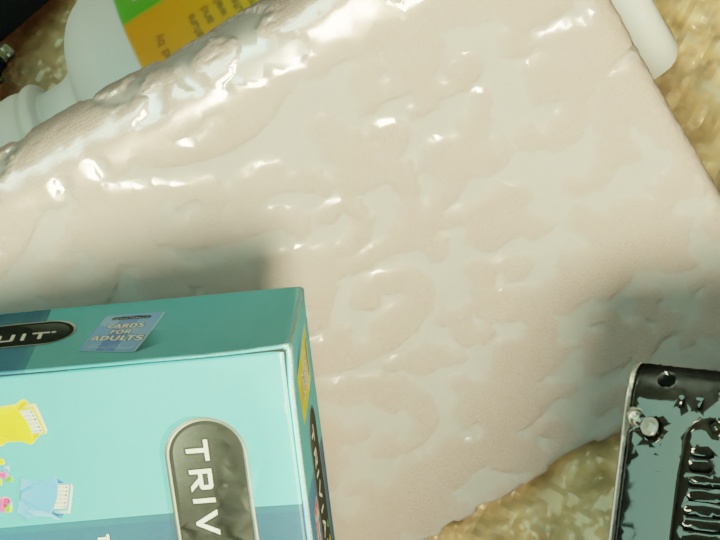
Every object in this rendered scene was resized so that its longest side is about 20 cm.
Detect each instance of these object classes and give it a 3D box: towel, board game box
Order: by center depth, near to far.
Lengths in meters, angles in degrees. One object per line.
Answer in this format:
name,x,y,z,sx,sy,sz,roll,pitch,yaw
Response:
board game box,-0.105,0.090,0.728,0.199,0.047,0.152,-5,109,5
towel,0.000,0.000,0.765,0.199,0.191,0.032,-30,40,8

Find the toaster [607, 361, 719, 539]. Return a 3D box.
toaster,0.158,0.124,0.724,0.199,0.119,0.182,5,82,16

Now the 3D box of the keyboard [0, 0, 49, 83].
keyboard,-0.158,-0.071,0.841,0.104,0.040,0.200,36,62,17

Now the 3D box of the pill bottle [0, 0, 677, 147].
pill bottle,-0.017,-0.058,0.809,0.199,0.111,0.111,-31,74,7
